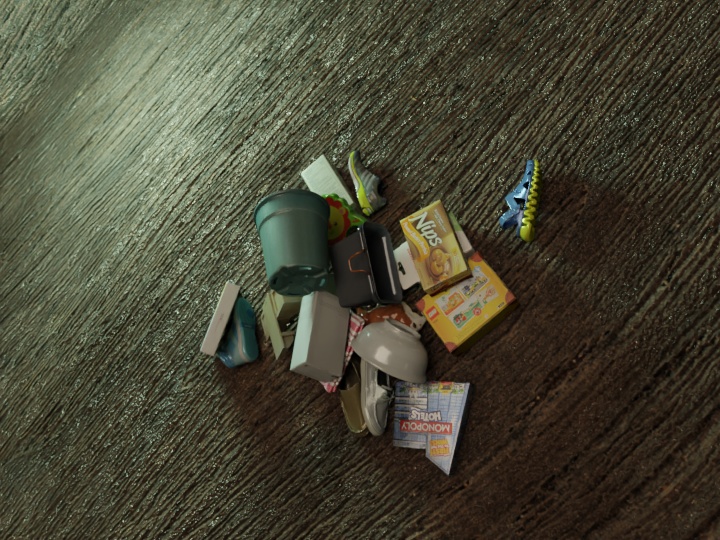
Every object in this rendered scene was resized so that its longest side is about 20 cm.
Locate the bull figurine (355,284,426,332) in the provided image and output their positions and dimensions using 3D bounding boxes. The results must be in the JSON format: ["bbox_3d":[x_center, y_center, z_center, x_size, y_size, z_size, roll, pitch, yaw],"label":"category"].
[{"bbox_3d":[0.071,0.108,1.341,0.196,0.065,0.124,-9,68,22],"label":"bull figurine"}]

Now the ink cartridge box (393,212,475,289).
[{"bbox_3d":[0.180,-0.038,1.329,0.198,0.067,0.119,-32,62,13],"label":"ink cartridge box"}]

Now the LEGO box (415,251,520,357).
[{"bbox_3d":[0.254,0.082,1.250,0.199,0.077,0.150,-40,61,9],"label":"LEGO box"}]

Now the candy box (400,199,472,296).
[{"bbox_3d":[0.180,-0.055,1.260,0.114,0.055,0.203,-26,60,17],"label":"candy box"}]

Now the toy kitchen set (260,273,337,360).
[{"bbox_3d":[-0.158,0.138,1.440,0.201,0.177,0.166,-57,45,47],"label":"toy kitchen set"}]

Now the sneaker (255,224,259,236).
[{"bbox_3d":[-0.216,-0.097,1.488,0.076,0.146,0.206,-23,92,21],"label":"sneaker"}]

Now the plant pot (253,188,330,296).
[{"bbox_3d":[-0.160,-0.057,1.284,0.197,0.200,0.200,-21,58,19],"label":"plant pot"}]

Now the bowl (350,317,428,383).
[{"bbox_3d":[0.082,0.174,1.229,0.199,0.200,0.092,29,97,30],"label":"bowl"}]

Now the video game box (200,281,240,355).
[{"bbox_3d":[-0.402,0.135,1.508,0.046,0.182,0.204,21,82,-10],"label":"video game box"}]

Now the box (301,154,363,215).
[{"bbox_3d":[-0.082,-0.224,1.509,0.094,0.078,0.202,-36,62,12],"label":"box"}]

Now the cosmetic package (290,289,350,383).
[{"bbox_3d":[-0.097,0.161,1.300,0.081,0.112,0.204,-28,43,46],"label":"cosmetic package"}]

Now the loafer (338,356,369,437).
[{"bbox_3d":[-0.020,0.314,1.318,0.075,0.067,0.204,-22,65,21],"label":"loafer"}]

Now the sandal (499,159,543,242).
[{"bbox_3d":[0.389,-0.173,1.266,0.086,0.079,0.204,9,77,31],"label":"sandal"}]

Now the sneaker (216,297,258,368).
[{"bbox_3d":[-0.371,0.188,1.527,0.129,0.079,0.203,-28,55,24],"label":"sneaker"}]

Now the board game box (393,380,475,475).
[{"bbox_3d":[0.164,0.363,1.217,0.196,0.062,0.205,-4,72,25],"label":"board game box"}]

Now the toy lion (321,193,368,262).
[{"bbox_3d":[-0.056,-0.108,1.410,0.196,0.069,0.196,5,108,21],"label":"toy lion"}]

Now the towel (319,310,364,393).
[{"bbox_3d":[-0.061,0.198,1.350,0.146,0.030,0.203,21,87,64],"label":"towel"}]

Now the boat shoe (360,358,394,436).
[{"bbox_3d":[0.045,0.296,1.286,0.071,0.069,0.205,-22,62,35],"label":"boat shoe"}]

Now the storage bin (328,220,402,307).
[{"bbox_3d":[0.000,0.000,1.294,0.132,0.144,0.205,-21,75,32],"label":"storage bin"}]

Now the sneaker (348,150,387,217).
[{"bbox_3d":[0.021,-0.252,1.481,0.079,0.074,0.204,-19,72,9],"label":"sneaker"}]
